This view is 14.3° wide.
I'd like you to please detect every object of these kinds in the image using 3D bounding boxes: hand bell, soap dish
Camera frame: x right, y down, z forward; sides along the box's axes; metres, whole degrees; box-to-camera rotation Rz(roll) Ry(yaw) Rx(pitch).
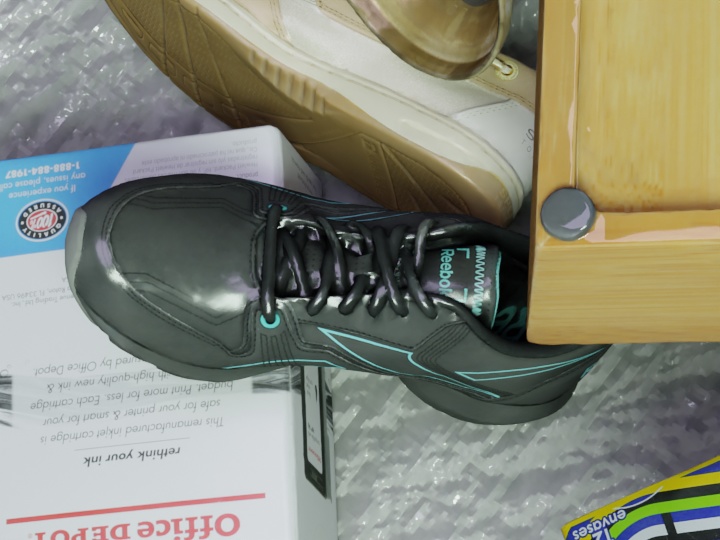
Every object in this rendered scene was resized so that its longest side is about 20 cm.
[{"bbox_3d":[0.087,-0.159,1.015,0.200,0.104,0.104,-33,65,-27],"label":"hand bell"},{"bbox_3d":[0.126,-0.080,0.888,0.157,0.081,0.200,-1,76,18],"label":"soap dish"}]

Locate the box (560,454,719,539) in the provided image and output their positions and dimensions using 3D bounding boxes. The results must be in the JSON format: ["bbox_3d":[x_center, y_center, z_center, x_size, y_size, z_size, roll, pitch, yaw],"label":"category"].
[{"bbox_3d":[0.166,0.069,0.843,0.200,0.070,0.064,-27,67,18],"label":"box"}]

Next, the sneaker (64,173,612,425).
[{"bbox_3d":[0.000,0.000,0.964,0.200,0.079,0.076,10,69,-25],"label":"sneaker"}]

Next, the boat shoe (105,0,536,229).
[{"bbox_3d":[-0.011,-0.082,1.058,0.200,0.074,0.069,33,66,21],"label":"boat shoe"}]

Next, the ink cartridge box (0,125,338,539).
[{"bbox_3d":[-0.072,0.058,1.022,0.116,0.068,0.200,-7,70,12],"label":"ink cartridge box"}]
